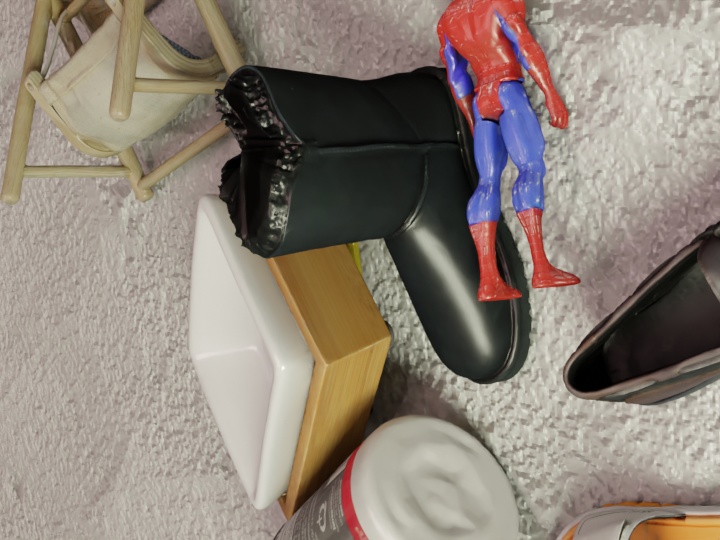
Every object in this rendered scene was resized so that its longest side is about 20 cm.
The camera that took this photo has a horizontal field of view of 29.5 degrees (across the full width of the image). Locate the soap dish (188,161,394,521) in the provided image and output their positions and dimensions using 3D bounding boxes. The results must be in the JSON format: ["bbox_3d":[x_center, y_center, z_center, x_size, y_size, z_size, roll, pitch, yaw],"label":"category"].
[{"bbox_3d":[-0.050,0.048,0.884,0.200,0.081,0.158,104,145,-52],"label":"soap dish"}]

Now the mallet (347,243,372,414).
[{"bbox_3d":[0.000,0.000,0.896,0.066,0.041,0.201,3,104,54],"label":"mallet"}]

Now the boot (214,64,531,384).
[{"bbox_3d":[0.004,-0.021,0.778,0.076,0.168,0.201,-14,87,51],"label":"boot"}]

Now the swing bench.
[{"bbox_3d":[-0.186,-0.173,1.017,0.199,0.129,0.201,-24,74,51],"label":"swing bench"}]

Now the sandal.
[{"bbox_3d":[0.157,0.160,0.714,0.206,0.059,0.080,-26,77,50],"label":"sandal"}]

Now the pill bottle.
[{"bbox_3d":[0.004,0.186,0.867,0.200,0.110,0.111,-51,59,43],"label":"pill bottle"}]

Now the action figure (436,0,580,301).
[{"bbox_3d":[0.080,-0.086,0.767,0.065,0.052,0.201,-15,81,46],"label":"action figure"}]

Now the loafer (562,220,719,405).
[{"bbox_3d":[0.175,0.015,0.658,0.200,0.063,0.072,-45,64,46],"label":"loafer"}]
